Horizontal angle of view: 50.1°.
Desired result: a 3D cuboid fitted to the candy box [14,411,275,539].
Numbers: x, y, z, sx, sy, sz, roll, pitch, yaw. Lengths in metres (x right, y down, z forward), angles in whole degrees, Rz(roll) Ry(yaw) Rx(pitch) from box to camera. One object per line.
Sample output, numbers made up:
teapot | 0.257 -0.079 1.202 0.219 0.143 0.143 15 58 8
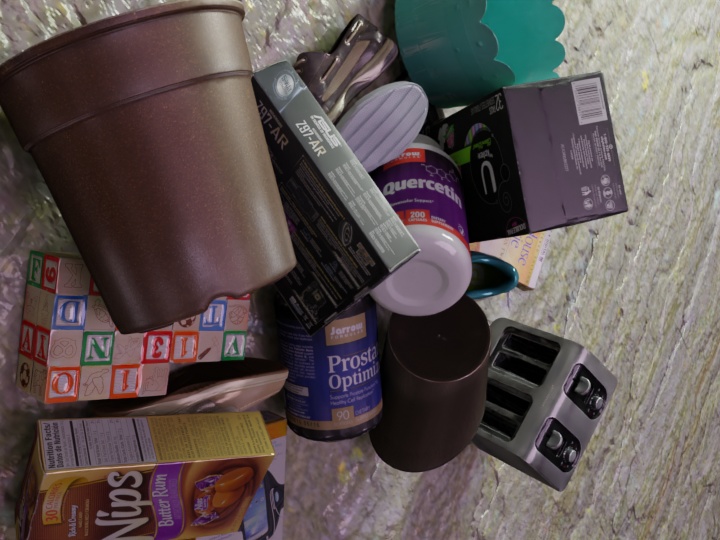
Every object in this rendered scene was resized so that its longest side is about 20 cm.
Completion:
candy box | -0.185 0.184 0.667 0.197 0.057 0.118 5 127 -32

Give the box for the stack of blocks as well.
stack of blocks | -0.196 0.049 0.694 0.198 0.058 0.118 4 95 -47

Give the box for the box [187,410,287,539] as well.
box | -0.135 0.261 0.813 0.118 0.041 0.205 -5 103 -46

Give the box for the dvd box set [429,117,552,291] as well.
dvd box set | 0.156 -0.080 0.971 0.197 0.029 0.149 25 79 -18

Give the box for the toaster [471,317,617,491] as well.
toaster | 0.235 0.180 1.097 0.119 0.198 0.183 43 75 -39

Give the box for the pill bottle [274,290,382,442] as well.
pill bottle | -0.035 0.069 0.830 0.111 0.111 0.205 -18 110 -43

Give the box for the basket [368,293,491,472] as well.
basket | 0.083 0.120 0.889 0.181 0.135 0.201 -48 158 -24

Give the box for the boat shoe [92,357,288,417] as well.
boat shoe | -0.157 0.134 0.743 0.197 0.071 0.066 -13 107 -39

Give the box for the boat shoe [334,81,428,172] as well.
boat shoe | -0.016 -0.129 0.808 0.199 0.062 0.072 -40 118 -7

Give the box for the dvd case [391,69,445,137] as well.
dvd case | 0.043 -0.138 0.940 0.200 0.024 0.152 -48 129 -30

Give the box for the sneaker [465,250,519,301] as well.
sneaker | 0.091 0.000 0.890 0.196 0.079 0.079 0 92 -17

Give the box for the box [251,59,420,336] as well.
box | -0.056 -0.058 0.693 0.043 0.160 0.201 -33 86 -38

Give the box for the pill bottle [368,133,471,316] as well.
pill bottle | 0.058 -0.058 0.825 0.113 0.111 0.202 54 25 -38

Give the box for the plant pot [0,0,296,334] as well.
plant pot | -0.150 -0.071 0.588 0.199 0.198 0.202 -26 102 -41

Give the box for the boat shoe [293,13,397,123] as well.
boat shoe | -0.045 -0.194 0.815 0.073 0.074 0.201 46 66 -12

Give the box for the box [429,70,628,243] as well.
box | 0.177 -0.116 0.854 0.122 0.200 0.152 -12 92 -17

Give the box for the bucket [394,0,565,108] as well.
bucket | 0.143 -0.295 0.916 0.205 0.133 0.212 5 84 -51
